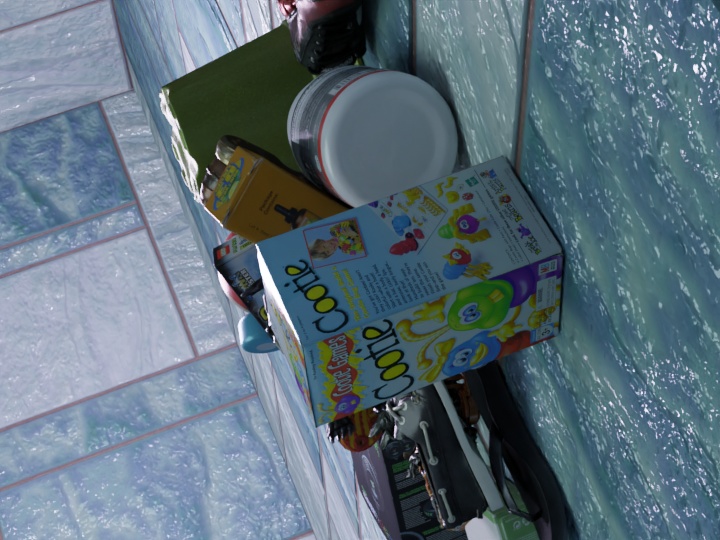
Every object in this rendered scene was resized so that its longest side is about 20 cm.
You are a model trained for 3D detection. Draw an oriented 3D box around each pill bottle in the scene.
[{"bbox_3d":[0.002,-0.115,1.290,0.200,0.115,0.117,-145,37,-73],"label":"pill bottle"}]

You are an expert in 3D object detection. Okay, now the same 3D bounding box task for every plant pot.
[{"bbox_3d":[-0.098,-0.156,1.533,0.200,0.188,0.202,161,90,-79],"label":"plant pot"}]

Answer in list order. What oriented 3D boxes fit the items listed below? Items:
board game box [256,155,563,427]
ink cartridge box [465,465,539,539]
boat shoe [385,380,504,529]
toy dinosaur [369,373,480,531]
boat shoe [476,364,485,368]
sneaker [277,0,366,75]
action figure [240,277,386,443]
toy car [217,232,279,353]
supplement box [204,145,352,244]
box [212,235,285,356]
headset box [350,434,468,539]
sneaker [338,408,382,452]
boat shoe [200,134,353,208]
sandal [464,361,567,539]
[{"bbox_3d":[0.037,0.015,1.111,0.104,0.198,0.105,84,163,-51],"label":"board game box"},{"bbox_3d":[0.149,0.301,1.445,0.145,0.047,0.202,-157,49,-76],"label":"ink cartridge box"},{"bbox_3d":[0.056,0.130,1.295,0.202,0.060,0.074,62,180,-18],"label":"boat shoe"},{"bbox_3d":[0.082,0.137,1.425,0.136,0.101,0.203,177,111,-74],"label":"toy dinosaur"},{"bbox_3d":[0.082,0.036,1.324,0.062,0.072,0.200,37,-174,-27],"label":"boat shoe"},{"bbox_3d":[-0.027,-0.227,1.367,0.200,0.070,0.099,-167,59,-80],"label":"sneaker"},{"bbox_3d":[-0.031,0.048,1.391,0.202,0.118,0.102,65,166,-7],"label":"action figure"},{"bbox_3d":[-0.057,-0.033,1.648,0.200,0.175,0.187,126,137,-62],"label":"toy car"},{"bbox_3d":[-0.031,-0.030,1.286,0.199,0.067,0.069,29,-176,-29],"label":"supplement box"},{"bbox_3d":[-0.058,0.029,1.594,0.201,0.109,0.035,54,-167,-34],"label":"box"},{"bbox_3d":[0.047,0.193,1.658,0.174,0.092,0.202,-127,22,-58],"label":"headset box"},{"bbox_3d":[-0.019,0.084,1.529,0.077,0.072,0.203,-173,70,-69],"label":"sneaker"},{"bbox_3d":[-0.054,-0.049,1.360,0.199,0.068,0.072,27,-168,-22],"label":"boat shoe"},{"bbox_3d":[0.128,0.164,1.328,0.076,0.042,0.202,88,161,-57],"label":"sandal"}]
